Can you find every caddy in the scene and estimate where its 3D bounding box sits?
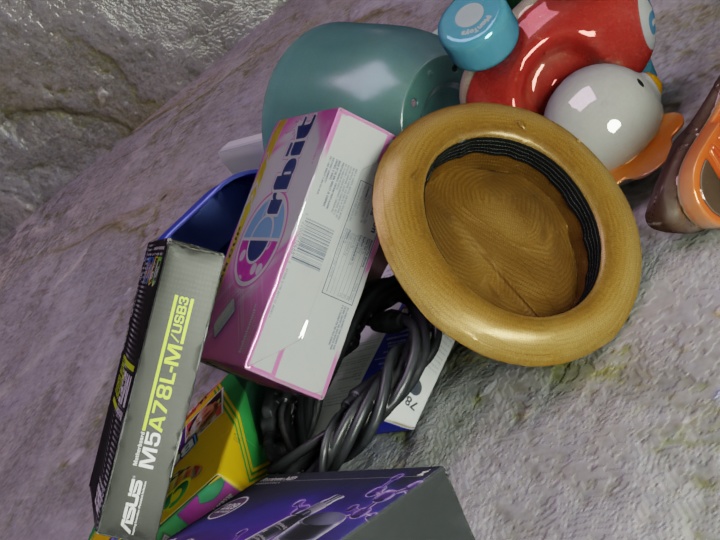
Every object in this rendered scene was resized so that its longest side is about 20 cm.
[{"bbox_3d":[-0.124,-0.008,1.453,0.200,0.142,0.105,-45,13,-13],"label":"caddy"}]

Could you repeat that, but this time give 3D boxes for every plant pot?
[{"bbox_3d":[0.033,-0.136,1.358,0.160,0.201,0.201,4,46,51],"label":"plant pot"}]

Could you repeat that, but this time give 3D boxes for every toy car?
[{"bbox_3d":[0.191,-0.138,1.147,0.177,0.185,0.200,-40,47,-2],"label":"toy car"}]

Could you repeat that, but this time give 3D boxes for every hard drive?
[{"bbox_3d":[-0.065,-0.089,1.534,0.027,0.132,0.199,-46,19,-20],"label":"hard drive"}]

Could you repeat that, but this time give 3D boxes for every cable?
[{"bbox_3d":[-0.005,0.084,1.034,0.162,0.051,0.201,-34,21,22],"label":"cable"}]

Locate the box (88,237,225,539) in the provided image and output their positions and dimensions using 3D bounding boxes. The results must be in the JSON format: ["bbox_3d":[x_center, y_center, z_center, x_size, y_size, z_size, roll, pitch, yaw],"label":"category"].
[{"bbox_3d":[-0.146,0.077,1.021,0.200,0.047,0.195,-175,101,-78],"label":"box"}]

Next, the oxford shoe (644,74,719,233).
[{"bbox_3d":[0.258,-0.106,1.019,0.200,0.071,0.073,-51,15,-27],"label":"oxford shoe"}]

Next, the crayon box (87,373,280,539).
[{"bbox_3d":[-0.137,0.177,1.128,0.200,0.058,0.173,-43,14,24],"label":"crayon box"}]

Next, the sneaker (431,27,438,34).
[{"bbox_3d":[0.123,-0.254,1.629,0.200,0.074,0.118,-35,9,49],"label":"sneaker"}]

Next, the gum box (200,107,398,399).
[{"bbox_3d":[-0.043,-0.018,1.038,0.113,0.066,0.202,3,71,63],"label":"gum box"}]

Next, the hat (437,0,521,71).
[{"bbox_3d":[0.164,-0.188,1.490,0.199,0.177,0.166,30,63,31],"label":"hat"}]

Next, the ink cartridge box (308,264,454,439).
[{"bbox_3d":[0.023,0.067,1.111,0.099,0.039,0.201,-16,38,53],"label":"ink cartridge box"}]

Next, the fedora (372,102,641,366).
[{"bbox_3d":[0.094,-0.016,1.001,0.201,0.200,0.082,-50,-8,-29],"label":"fedora"}]

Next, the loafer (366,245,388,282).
[{"bbox_3d":[0.000,0.000,1.288,0.073,0.071,0.200,-43,18,-9],"label":"loafer"}]

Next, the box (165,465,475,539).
[{"bbox_3d":[-0.042,0.184,0.871,0.140,0.080,0.199,-26,7,-35],"label":"box"}]
